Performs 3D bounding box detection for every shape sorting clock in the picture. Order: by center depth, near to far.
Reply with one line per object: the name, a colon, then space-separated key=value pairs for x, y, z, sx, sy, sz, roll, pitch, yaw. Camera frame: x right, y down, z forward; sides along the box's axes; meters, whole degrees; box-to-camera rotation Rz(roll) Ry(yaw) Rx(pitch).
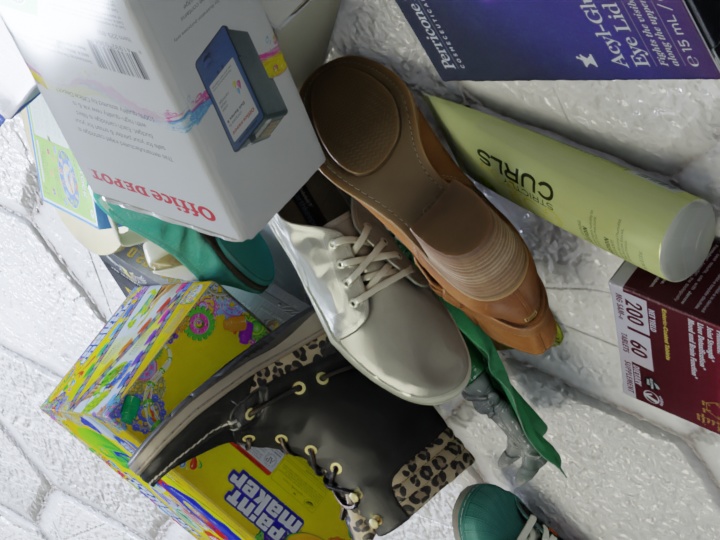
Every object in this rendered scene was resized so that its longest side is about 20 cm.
shape sorting clock: x=-0.201 y=-0.109 z=1.557 sx=0.200 sy=0.039 sz=0.201 roll=43 pitch=141 yaw=50

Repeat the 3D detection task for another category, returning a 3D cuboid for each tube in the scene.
tube: x=0.119 y=-0.050 z=1.291 sx=0.200 sy=0.052 sz=0.058 roll=28 pitch=118 yaw=39

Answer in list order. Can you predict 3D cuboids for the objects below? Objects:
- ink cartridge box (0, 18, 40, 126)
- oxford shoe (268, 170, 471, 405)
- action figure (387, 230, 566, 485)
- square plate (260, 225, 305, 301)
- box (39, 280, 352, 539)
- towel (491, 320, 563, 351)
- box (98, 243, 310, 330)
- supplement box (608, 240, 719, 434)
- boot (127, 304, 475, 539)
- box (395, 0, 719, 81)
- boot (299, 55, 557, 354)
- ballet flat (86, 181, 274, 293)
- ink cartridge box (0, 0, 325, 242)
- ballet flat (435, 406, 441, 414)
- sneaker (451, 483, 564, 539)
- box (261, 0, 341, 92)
ink cartridge box: x=-0.245 y=-0.179 z=1.464 sx=0.119 sy=0.042 sz=0.200 roll=47 pitch=143 yaw=-4
oxford shoe: x=0.000 y=0.000 z=1.384 sx=0.200 sy=0.075 sz=0.058 roll=55 pitch=160 yaw=10
action figure: x=0.061 y=0.052 z=1.460 sx=0.200 sy=0.055 sz=0.118 roll=55 pitch=175 yaw=-16
square plate: x=-0.104 y=-0.075 z=1.558 sx=0.198 sy=0.028 sz=0.200 roll=36 pitch=152 yaw=9
box: x=-0.098 y=0.117 z=1.563 sx=0.200 sy=0.122 sz=0.193 roll=42 pitch=165 yaw=-15
towel: x=0.057 y=0.029 z=1.516 sx=0.086 sy=0.018 sz=0.200 roll=50 pitch=152 yaw=-15
box: x=-0.101 y=0.037 z=1.654 sx=0.200 sy=0.048 sz=0.159 roll=31 pitch=164 yaw=22
supplement box: x=0.247 y=0.057 z=1.267 sx=0.199 sy=0.061 sz=0.109 roll=23 pitch=147 yaw=30
boot: x=-0.036 y=0.117 z=1.425 sx=0.151 sy=0.200 sz=0.073 roll=54 pitch=169 yaw=-2
box: x=0.101 y=-0.179 z=1.063 sx=0.200 sy=0.104 sz=0.148 roll=3 pitch=135 yaw=49
boot: x=0.047 y=-0.038 z=1.366 sx=0.200 sy=0.077 sz=0.155 roll=42 pitch=175 yaw=34
ballet flat: x=-0.129 y=-0.033 z=1.493 sx=0.070 sy=0.068 sz=0.200 roll=-21 pitch=150 yaw=14
ink cartridge box: x=-0.124 y=-0.126 z=1.275 sx=0.145 sy=0.088 sz=0.200 roll=18 pitch=143 yaw=40
ballet flat: x=0.027 y=0.118 z=1.644 sx=0.074 sy=0.074 sz=0.200 roll=37 pitch=156 yaw=7
sneaker: x=0.151 y=0.232 z=1.643 sx=0.080 sy=0.071 sz=0.200 roll=-9 pitch=130 yaw=50
box: x=-0.075 y=-0.146 z=1.364 sx=0.095 sy=0.078 sz=0.200 roll=37 pitch=153 yaw=10
